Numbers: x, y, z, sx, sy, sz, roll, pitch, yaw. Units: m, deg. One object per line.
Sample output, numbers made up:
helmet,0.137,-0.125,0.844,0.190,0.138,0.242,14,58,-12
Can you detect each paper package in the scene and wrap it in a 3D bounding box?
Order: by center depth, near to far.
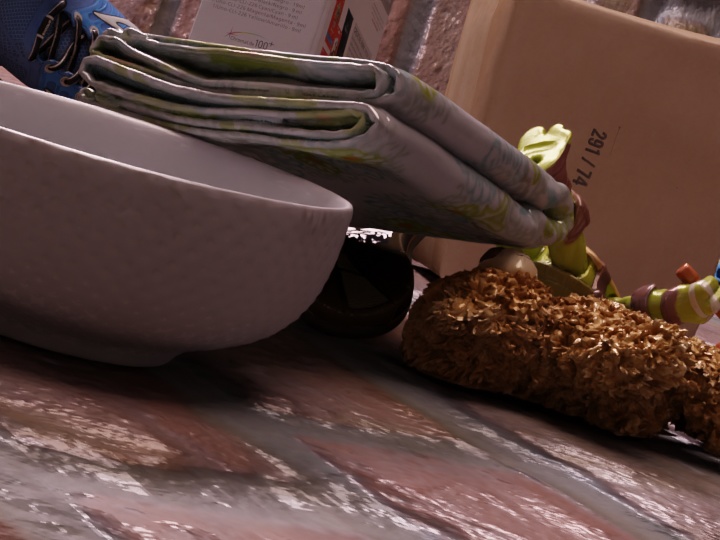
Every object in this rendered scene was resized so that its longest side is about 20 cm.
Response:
paper package,0.146,-0.072,1.424,0.190,0.200,0.103,14,7,-15

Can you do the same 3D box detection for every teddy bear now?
teddy bear,0.120,0.039,1.040,0.200,0.067,0.145,18,5,13

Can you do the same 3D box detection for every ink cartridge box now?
ink cartridge box,-0.049,-0.143,1.468,0.084,0.176,0.200,17,-7,9

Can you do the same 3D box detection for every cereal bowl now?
cereal bowl,-0.107,-0.015,0.866,0.200,0.083,0.200,16,7,-2

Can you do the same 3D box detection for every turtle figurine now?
turtle figurine,0.099,0.001,1.150,0.200,0.064,0.161,8,-39,51

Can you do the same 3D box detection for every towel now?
towel,-0.015,-0.055,1.025,0.171,0.048,0.200,12,-8,31

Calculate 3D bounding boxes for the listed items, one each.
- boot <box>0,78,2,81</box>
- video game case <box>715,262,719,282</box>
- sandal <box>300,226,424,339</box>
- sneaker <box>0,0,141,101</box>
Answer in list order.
boot,-0.166,-0.053,1.083,0.155,0.077,0.200,25,-2,12
video game case,0.406,0.027,2.006,0.143,0.018,0.200,14,8,-28
sandal,0.000,0.000,1.144,0.082,0.055,0.200,3,22,-1
sneaker,-0.143,-0.116,1.189,0.089,0.079,0.200,30,-3,36
